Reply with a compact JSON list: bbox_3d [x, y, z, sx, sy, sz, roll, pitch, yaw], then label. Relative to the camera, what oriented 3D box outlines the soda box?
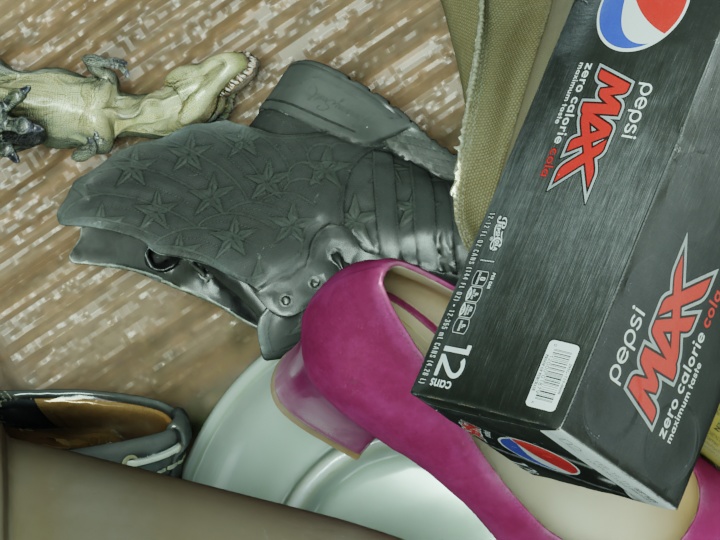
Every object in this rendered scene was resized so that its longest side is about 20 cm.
[{"bbox_3d":[0.093,-0.034,0.770,0.063,0.071,0.200,12,74,45],"label":"soda box"}]

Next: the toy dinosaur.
[{"bbox_3d":[-0.140,-0.063,0.903,0.199,0.088,0.048,4,91,10],"label":"toy dinosaur"}]

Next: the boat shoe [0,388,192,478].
[{"bbox_3d":[-0.160,0.057,0.892,0.199,0.072,0.068,12,120,-8],"label":"boat shoe"}]

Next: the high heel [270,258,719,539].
[{"bbox_3d":[0.071,0.055,0.820,0.200,0.096,0.067,30,62,-7],"label":"high heel"}]

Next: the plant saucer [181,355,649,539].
[{"bbox_3d":[0.023,0.108,0.893,0.199,0.050,0.201,0,90,11],"label":"plant saucer"}]

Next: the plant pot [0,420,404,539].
[{"bbox_3d":[-0.068,0.143,0.800,0.173,0.200,0.201,-1,90,-9],"label":"plant pot"}]

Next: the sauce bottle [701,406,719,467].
[{"bbox_3d":[0.188,0.077,0.858,0.200,0.065,0.065,37,96,6],"label":"sauce bottle"}]

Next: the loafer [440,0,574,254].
[{"bbox_3d":[0.062,-0.076,0.853,0.067,0.076,0.200,-8,49,32],"label":"loafer"}]

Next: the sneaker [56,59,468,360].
[{"bbox_3d":[0.000,-0.001,0.879,0.200,0.060,0.104,33,73,17],"label":"sneaker"}]
